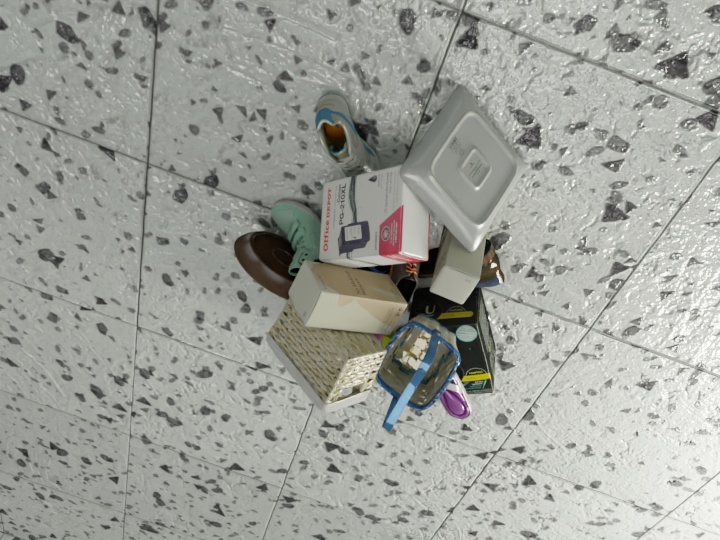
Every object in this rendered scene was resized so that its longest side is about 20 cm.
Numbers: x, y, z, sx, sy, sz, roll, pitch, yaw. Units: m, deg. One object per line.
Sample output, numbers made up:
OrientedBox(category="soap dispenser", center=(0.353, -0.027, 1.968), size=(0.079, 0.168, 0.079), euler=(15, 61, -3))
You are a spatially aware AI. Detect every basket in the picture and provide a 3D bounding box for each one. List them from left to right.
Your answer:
OrientedBox(category="basket", center=(-0.061, 0.141, 1.240), size=(0.200, 0.134, 0.125), euler=(46, 120, 29))
OrientedBox(category="basket", center=(0.101, 0.186, 1.234), size=(0.137, 0.201, 0.179), euler=(30, 112, -1))

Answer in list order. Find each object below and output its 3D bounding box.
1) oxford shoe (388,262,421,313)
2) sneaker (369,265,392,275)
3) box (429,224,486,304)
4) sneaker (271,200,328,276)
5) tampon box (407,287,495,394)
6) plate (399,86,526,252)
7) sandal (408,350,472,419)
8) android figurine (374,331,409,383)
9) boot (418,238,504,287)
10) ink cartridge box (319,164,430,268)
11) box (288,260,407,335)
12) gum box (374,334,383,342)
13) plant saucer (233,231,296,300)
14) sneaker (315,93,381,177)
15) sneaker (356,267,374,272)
OrientedBox(category="oxford shoe", center=(0.095, -0.012, 1.282), size=(0.069, 0.072, 0.205), euler=(10, 98, -23))
OrientedBox(category="sneaker", center=(0.029, -0.062, 1.309), size=(0.199, 0.071, 0.077), euler=(39, 135, -17))
OrientedBox(category="box", center=(0.182, -0.048, 1.190), size=(0.067, 0.203, 0.083), euler=(20, 140, -3))
OrientedBox(category="sneaker", center=(-0.121, -0.055, 1.294), size=(0.199, 0.118, 0.075), euler=(37, 136, 14))
OrientedBox(category="tampon box", center=(0.198, 0.148, 1.402), size=(0.146, 0.128, 0.203), euler=(-7, 127, 20))
OrientedBox(category="plate", center=(0.184, -0.170, 1.109), size=(0.200, 0.201, 0.032), euler=(43, 163, -22))
OrientedBox(category="sandal", center=(0.170, 0.243, 1.369), size=(0.081, 0.050, 0.203), euler=(-27, 115, 31))
OrientedBox(category="android figurine", center=(0.073, 0.202, 1.539), size=(0.197, 0.042, 0.183), euler=(29, 130, -13))
OrientedBox(category="boot", center=(0.190, 0.006, 1.319), size=(0.196, 0.076, 0.097), euler=(-12, 133, 37))
OrientedBox(category="ink cartridge box", center=(0.022, -0.088, 1.154), size=(0.197, 0.149, 0.083), euler=(-5, 169, 45))
OrientedBox(category="box", center=(-0.022, 0.052, 1.206), size=(0.196, 0.096, 0.079), euler=(9, 123, -38))
OrientedBox(category="gum box", center=(-0.054, 0.145, 1.437), size=(0.196, 0.068, 0.113), euler=(5, 164, 34))
OrientedBox(category="plant saucer", center=(-0.158, -0.016, 1.318), size=(0.197, 0.201, 0.032), euler=(31, 114, -13))
OrientedBox(category="sneaker", center=(-0.025, -0.211, 1.190), size=(0.075, 0.082, 0.201), euler=(-16, 130, 25))
OrientedBox(category="sneaker", center=(0.000, 0.000, 1.359), size=(0.198, 0.084, 0.072), euler=(36, 128, -16))
